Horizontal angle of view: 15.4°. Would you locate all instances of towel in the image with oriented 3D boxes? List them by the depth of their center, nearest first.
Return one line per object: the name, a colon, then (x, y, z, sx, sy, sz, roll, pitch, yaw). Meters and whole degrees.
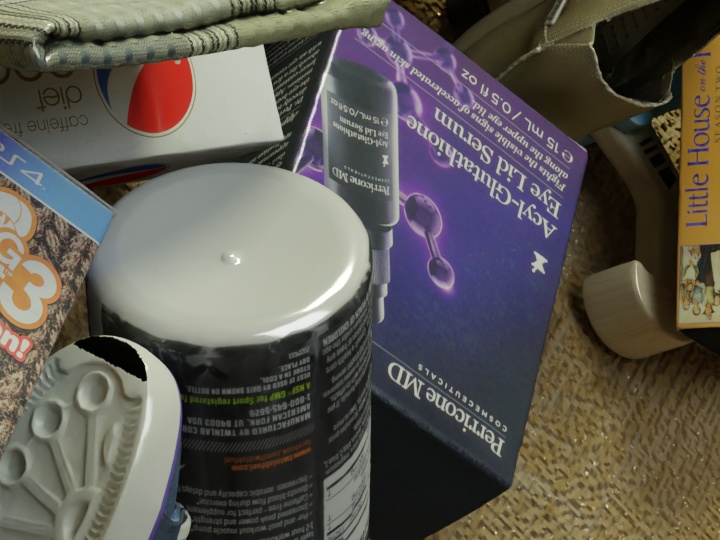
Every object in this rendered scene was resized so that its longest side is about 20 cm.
towel: (-0.118, -0.107, 0.977, 0.200, 0.192, 0.035, -14, 111, -51)

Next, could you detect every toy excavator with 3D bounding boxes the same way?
toy excavator: (0.134, -0.084, 1.344, 0.200, 0.100, 0.195, 53, 44, -17)

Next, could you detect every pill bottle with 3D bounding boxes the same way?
pill bottle: (-0.048, 0.067, 1.013, 0.105, 0.201, 0.107, 1, 39, 0)

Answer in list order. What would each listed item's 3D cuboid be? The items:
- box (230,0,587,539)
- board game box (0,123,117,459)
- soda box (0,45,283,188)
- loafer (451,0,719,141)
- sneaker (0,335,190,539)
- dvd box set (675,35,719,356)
box: (0.000, 0.000, 1.159, 0.148, 0.104, 0.201, 35, 47, -23)
board game box: (-0.193, 0.054, 0.915, 0.097, 0.159, 0.201, 37, 46, -18)
soda box: (-0.129, -0.067, 1.062, 0.199, 0.064, 0.069, -10, 86, -41)
loafer: (0.101, -0.096, 1.235, 0.076, 0.200, 0.068, 24, 30, -38)
sneaker: (-0.085, 0.126, 0.963, 0.146, 0.080, 0.201, 17, 96, -54)
dvd box set: (0.197, -0.054, 1.344, 0.146, 0.029, 0.201, 24, 66, -61)
